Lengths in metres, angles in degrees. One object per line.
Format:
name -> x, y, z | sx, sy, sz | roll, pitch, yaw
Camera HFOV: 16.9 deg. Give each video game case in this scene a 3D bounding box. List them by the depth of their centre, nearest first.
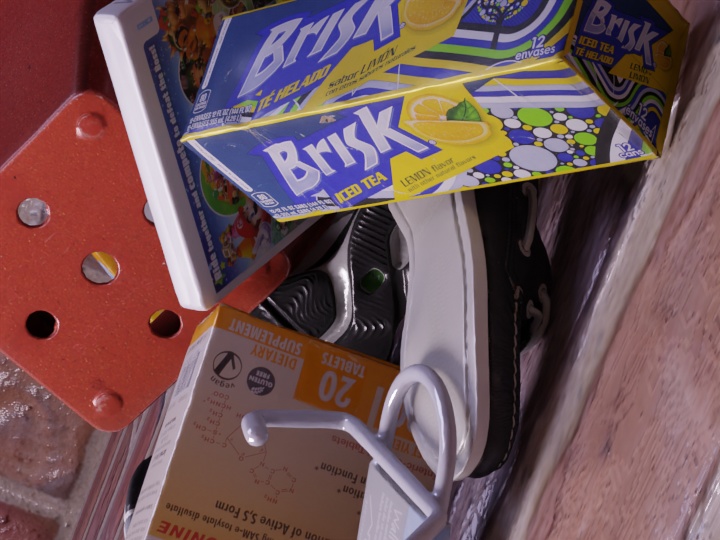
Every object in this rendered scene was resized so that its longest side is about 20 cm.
video game case -> -0.034, -0.093, 1.107 | 0.200, 0.018, 0.144 | -41, -54, -42

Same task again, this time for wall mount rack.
wall mount rack -> -0.007, 0.141, 0.931 | 0.174, 0.074, 0.202 | -137, 53, -63

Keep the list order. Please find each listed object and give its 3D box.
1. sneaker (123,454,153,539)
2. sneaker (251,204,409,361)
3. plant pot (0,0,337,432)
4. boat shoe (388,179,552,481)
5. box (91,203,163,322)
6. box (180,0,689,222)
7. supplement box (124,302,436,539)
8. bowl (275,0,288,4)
sneaker -> -0.074, 0.189, 1.206 | 0.201, 0.074, 0.116 | -114, 24, -48
sneaker -> 0.000, 0.000, 1.257 | 0.200, 0.076, 0.115 | -44, 8, 22
plant pot -> -0.122, -0.041, 1.202 | 0.200, 0.200, 0.177 | -42, 22, 19
boat shoe -> 0.050, 0.000, 0.998 | 0.074, 0.060, 0.201 | 123, 150, -42
box -> -0.064, -0.049, 1.458 | 0.200, 0.119, 0.041 | -42, 25, -6
box -> 0.026, -0.074, 0.956 | 0.199, 0.070, 0.065 | -9, 53, 41
supplement box -> -0.041, 0.132, 1.078 | 0.074, 0.125, 0.202 | 144, 144, -73
bowl -> 0.057, -0.170, 1.112 | 0.107, 0.200, 0.202 | 8, 74, 37
